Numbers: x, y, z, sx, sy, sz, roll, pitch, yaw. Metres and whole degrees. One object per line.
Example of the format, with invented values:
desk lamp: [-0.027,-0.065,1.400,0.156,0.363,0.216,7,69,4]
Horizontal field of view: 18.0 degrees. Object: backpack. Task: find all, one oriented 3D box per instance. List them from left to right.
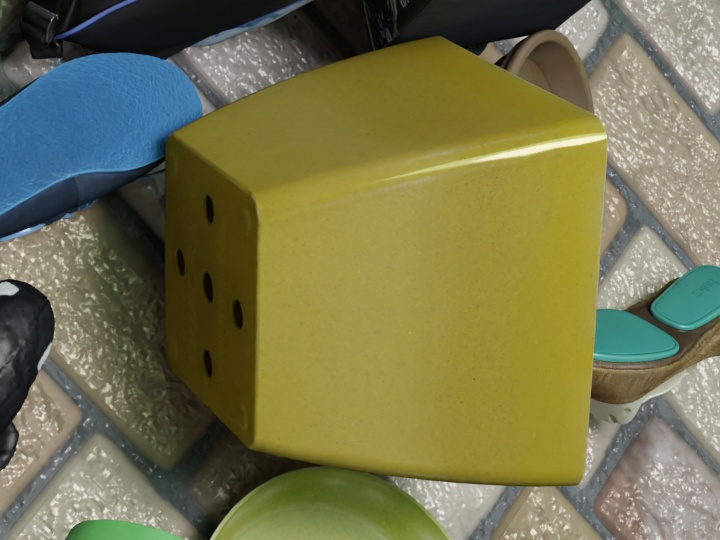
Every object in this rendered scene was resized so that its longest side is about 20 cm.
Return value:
backpack: [-0.095,-0.227,1.243,0.147,0.183,0.200,11,63,-55]

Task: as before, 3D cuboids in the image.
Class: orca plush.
orca plush: [-0.218,0.061,1.121,0.200,0.071,0.105,-24,90,-39]

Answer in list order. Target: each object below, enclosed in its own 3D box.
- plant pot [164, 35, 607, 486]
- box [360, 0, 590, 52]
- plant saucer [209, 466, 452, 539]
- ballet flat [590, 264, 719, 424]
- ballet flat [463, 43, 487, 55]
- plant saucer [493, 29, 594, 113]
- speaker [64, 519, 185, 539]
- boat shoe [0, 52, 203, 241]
plant pot: [0.000,0.000,1.199,0.176,0.200,0.200,-7,111,-24]
box: [0.060,-0.237,1.271,0.124,0.200,0.197,-12,87,-10]
plant saucer: [-0.016,0.208,1.245,0.200,0.031,0.200,11,69,-32]
ballet flat: [0.174,0.053,1.410,0.068,0.072,0.200,29,31,27]
ballet flat: [0.019,-0.217,1.388,0.074,0.074,0.200,-22,87,-39]
plant saucer: [0.100,-0.044,1.358,0.200,0.029,0.201,4,90,-66]
speaker: [-0.133,0.229,1.119,0.088,0.088,0.200,27,61,-27]
boat shoe: [-0.175,-0.062,1.200,0.200,0.069,0.084,-22,79,-38]
